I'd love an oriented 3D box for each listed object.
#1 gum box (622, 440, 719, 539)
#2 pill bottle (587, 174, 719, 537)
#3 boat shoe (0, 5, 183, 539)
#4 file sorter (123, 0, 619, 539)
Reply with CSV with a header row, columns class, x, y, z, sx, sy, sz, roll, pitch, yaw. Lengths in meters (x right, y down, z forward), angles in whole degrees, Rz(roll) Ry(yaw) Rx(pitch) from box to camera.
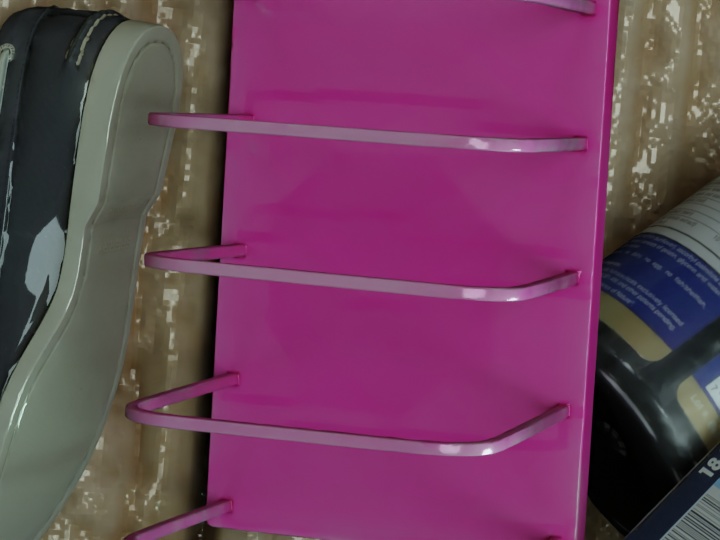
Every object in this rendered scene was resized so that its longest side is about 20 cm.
class,x,y,z,sx,sy,sz,roll,pitch,yaw
gum box,0.199,0.107,1.000,0.170,0.044,0.200,-44,131,-11
pill bottle,0.165,0.010,1.032,0.199,0.112,0.112,-34,106,-16
boat shoe,-0.117,0.006,0.957,0.062,0.073,0.201,18,95,20
file sorter,0.000,0.000,0.925,0.138,0.125,0.202,5,94,18
